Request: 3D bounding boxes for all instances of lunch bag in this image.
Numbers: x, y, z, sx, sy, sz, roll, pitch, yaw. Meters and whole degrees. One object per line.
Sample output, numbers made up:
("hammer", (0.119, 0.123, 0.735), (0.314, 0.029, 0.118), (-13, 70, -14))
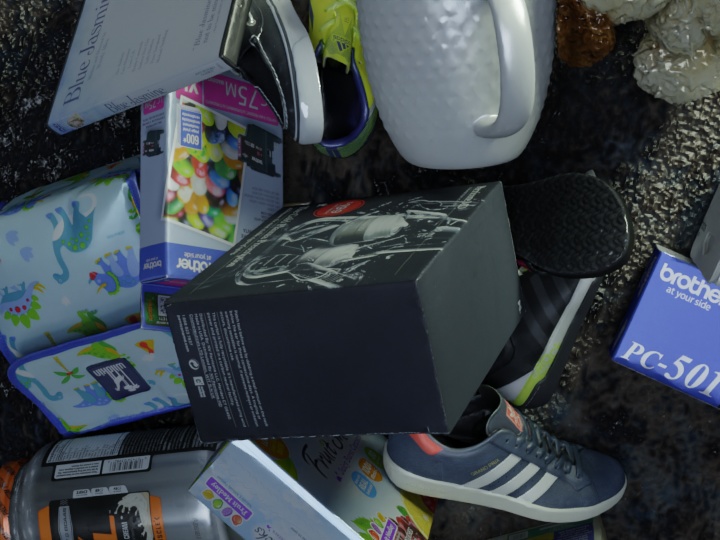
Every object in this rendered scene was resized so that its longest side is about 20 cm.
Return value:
("lunch bag", (-0.200, 0.027, 1.044), (0.168, 0.128, 0.203), (-15, 107, 16))

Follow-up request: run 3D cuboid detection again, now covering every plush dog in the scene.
("plush dog", (0.215, -0.215, 0.900), (0.169, 0.160, 0.203), (6, 103, -16))

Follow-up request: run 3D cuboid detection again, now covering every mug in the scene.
("mug", (0.077, -0.163, 0.930), (0.145, 0.200, 0.178), (-8, 108, -13))

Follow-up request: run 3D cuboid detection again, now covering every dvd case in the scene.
("dvd case", (-0.151, -0.186, 0.965), (0.198, 0.017, 0.145), (-13, 57, 39))

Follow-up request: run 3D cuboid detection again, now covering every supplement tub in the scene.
("supplement tub", (-0.192, 0.194, 1.068), (0.197, 0.123, 0.125), (-8, 99, 11))

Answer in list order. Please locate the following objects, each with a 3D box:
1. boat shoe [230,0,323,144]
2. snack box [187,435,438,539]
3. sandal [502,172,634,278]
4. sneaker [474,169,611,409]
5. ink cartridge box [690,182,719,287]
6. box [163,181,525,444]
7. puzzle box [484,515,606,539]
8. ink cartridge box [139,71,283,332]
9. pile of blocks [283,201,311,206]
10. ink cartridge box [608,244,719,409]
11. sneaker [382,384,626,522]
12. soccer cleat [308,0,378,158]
("boat shoe", (-0.081, -0.173, 0.970), (0.067, 0.072, 0.202), (-13, 63, -15))
("snack box", (-0.027, 0.166, 1.000), (0.168, 0.200, 0.068), (41, 103, 0))
("sandal", (0.133, -0.031, 0.974), (0.045, 0.199, 0.076), (28, 79, -34))
("sneaker", (0.134, 0.014, 1.010), (0.082, 0.072, 0.203), (18, 102, -3))
("ink cartridge box", (0.351, -0.003, 0.941), (0.197, 0.145, 0.085), (21, 102, 4))
("box", (-0.002, 0.024, 0.895), (0.179, 0.200, 0.106), (-5, 109, 23))
("puzzle box", (0.100, 0.248, 1.029), (0.197, 0.133, 0.026), (-18, 97, 12))
("ink cartridge box", (-0.110, -0.053, 0.987), (0.042, 0.118, 0.203), (-8, 78, 43))
("pile of blocks", (0.000, 0.000, 1.037), (0.197, 0.062, 0.083), (22, 102, 4))
("ink cartridge box", (0.301, 0.064, 1.012), (0.198, 0.044, 0.095), (24, 101, 4))
("sneaker", (0.120, 0.136, 1.013), (0.197, 0.075, 0.086), (8, 120, -12))
("soccer cleat", (-0.013, -0.187, 0.995), (0.064, 0.084, 0.204), (2, 100, 8))
